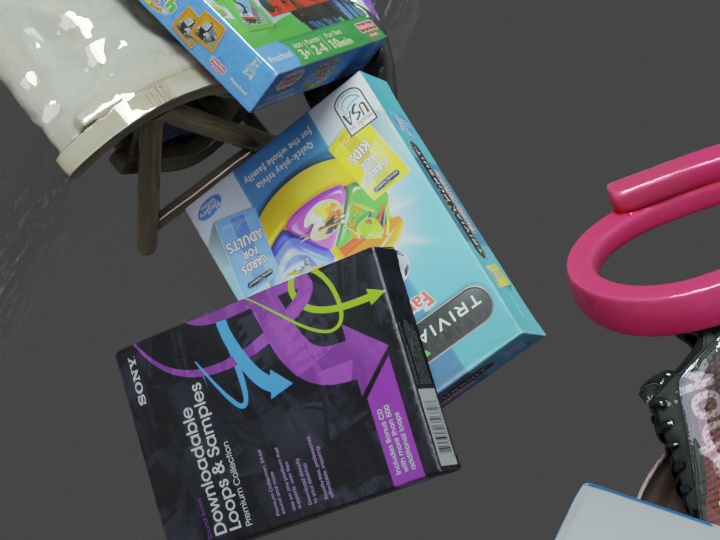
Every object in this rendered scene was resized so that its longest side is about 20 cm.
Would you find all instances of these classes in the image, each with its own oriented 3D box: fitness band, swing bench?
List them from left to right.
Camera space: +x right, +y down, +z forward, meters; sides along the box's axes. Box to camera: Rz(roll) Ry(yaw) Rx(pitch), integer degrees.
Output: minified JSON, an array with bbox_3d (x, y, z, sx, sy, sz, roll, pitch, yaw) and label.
[{"bbox_3d":[-0.168,-0.142,1.217,0.130,0.200,0.199,-38,74,-3],"label":"swing bench"},{"bbox_3d":[0.223,-0.022,1.175,0.199,0.038,0.144,-20,34,1],"label":"fitness band"}]

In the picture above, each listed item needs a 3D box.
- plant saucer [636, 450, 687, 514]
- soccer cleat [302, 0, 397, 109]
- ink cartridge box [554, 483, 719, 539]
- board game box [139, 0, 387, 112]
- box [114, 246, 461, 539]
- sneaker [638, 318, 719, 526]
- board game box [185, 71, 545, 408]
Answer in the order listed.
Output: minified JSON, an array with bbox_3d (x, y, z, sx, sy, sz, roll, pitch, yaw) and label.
[{"bbox_3d":[0.261,0.179,1.161,0.199,0.032,0.201,-2,74,7],"label":"plant saucer"},{"bbox_3d":[-0.016,-0.177,1.280,0.068,0.073,0.201,-20,91,21],"label":"soccer cleat"},{"bbox_3d":[0.162,0.241,1.078,0.144,0.084,0.201,18,119,12],"label":"ink cartridge box"},{"bbox_3d":[-0.093,-0.190,1.184,0.200,0.151,0.037,45,119,9],"label":"board game box"},{"bbox_3d":[-0.049,0.085,1.185,0.199,0.036,0.144,-23,78,25],"label":"box"},{"bbox_3d":[0.209,0.108,1.136,0.097,0.071,0.201,9,74,10],"label":"sneaker"},{"bbox_3d":[0.000,0.000,1.213,0.151,0.047,0.200,-37,72,17],"label":"board game box"}]
